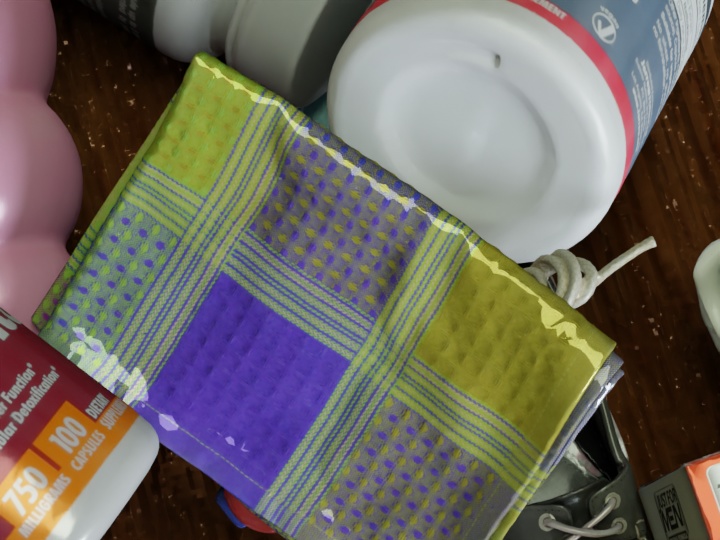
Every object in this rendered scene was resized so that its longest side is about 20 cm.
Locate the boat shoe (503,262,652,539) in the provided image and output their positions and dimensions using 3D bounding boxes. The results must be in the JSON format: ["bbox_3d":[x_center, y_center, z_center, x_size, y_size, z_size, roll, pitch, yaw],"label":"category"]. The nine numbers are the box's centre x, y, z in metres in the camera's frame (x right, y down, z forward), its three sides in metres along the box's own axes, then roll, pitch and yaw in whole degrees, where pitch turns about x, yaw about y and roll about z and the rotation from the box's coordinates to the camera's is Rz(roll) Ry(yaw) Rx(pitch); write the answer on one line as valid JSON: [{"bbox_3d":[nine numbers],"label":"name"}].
[{"bbox_3d":[0.069,0.067,1.175,0.066,0.057,0.201,-18,72,-11],"label":"boat shoe"}]

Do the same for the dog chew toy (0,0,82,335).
[{"bbox_3d":[-0.165,-0.041,1.170,0.124,0.125,0.201,-18,80,-11],"label":"dog chew toy"}]

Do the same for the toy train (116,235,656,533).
[{"bbox_3d":[0.000,0.000,1.122,0.200,0.085,0.116,-37,99,22],"label":"toy train"}]

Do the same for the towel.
[{"bbox_3d":[-0.015,0.030,1.083,0.200,0.023,0.144,38,111,8],"label":"towel"}]

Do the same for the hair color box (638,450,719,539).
[{"bbox_3d":[0.171,0.162,1.107,0.061,0.102,0.201,-18,83,-8],"label":"hair color box"}]

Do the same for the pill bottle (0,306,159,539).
[{"bbox_3d":[-0.181,0.045,1.072,0.200,0.113,0.113,37,71,-3],"label":"pill bottle"}]

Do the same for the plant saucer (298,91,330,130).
[{"bbox_3d":[0.009,-0.109,1.258,0.069,0.019,0.201,10,70,0],"label":"plant saucer"}]

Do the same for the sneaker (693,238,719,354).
[{"bbox_3d":[0.195,0.063,1.146,0.075,0.100,0.200,-45,60,5],"label":"sneaker"}]

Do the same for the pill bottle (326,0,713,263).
[{"bbox_3d":[0.075,-0.107,1.182,0.119,0.120,0.200,26,44,5],"label":"pill bottle"}]

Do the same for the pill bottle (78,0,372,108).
[{"bbox_3d":[-0.083,-0.156,1.211,0.199,0.114,0.114,33,71,12],"label":"pill bottle"}]
